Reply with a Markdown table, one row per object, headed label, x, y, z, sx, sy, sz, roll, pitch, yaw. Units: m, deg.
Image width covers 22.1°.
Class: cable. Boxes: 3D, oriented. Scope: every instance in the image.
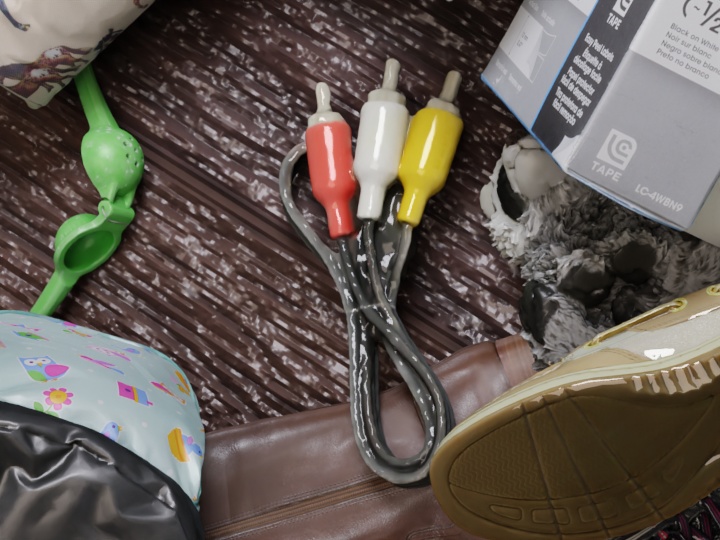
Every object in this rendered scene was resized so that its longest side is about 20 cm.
| label | x | y | z | sx | sy | sz | roll | pitch | yaw |
| --- | --- | --- | --- | --- | --- | --- | --- | --- | --- |
| cable | 0.000 | 0.000 | 0.852 | 0.097 | 0.050 | 0.201 | -5 | 65 | 17 |

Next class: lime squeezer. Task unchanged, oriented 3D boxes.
| label | x | y | z | sx | sy | sz | roll | pitch | yaw |
| --- | --- | --- | --- | --- | --- | --- | --- | --- | --- |
| lime squeezer | -0.146 | -0.033 | 0.920 | 0.070 | 0.038 | 0.201 | 12 | 91 | 15 |

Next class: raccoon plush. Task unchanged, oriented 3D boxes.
| label | x | y | z | sx | sy | sz | roll | pitch | yaw |
| --- | --- | --- | --- | --- | --- | --- | --- | --- | --- |
| raccoon plush | 0.115 | 0.025 | 0.845 | 0.096 | 0.134 | 0.201 | -18 | 115 | -2 |

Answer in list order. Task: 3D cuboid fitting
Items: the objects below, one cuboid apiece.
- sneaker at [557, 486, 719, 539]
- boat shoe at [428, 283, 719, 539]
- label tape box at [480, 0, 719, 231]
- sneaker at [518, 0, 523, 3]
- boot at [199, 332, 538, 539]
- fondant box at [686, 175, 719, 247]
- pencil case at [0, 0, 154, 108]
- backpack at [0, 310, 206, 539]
| label | x | y | z | sx | sy | sz | roll | pitch | yaw |
| --- | --- | --- | --- | --- | --- | --- | --- | --- | --- |
| sneaker | 0.114 | 0.133 | 0.756 | 0.200 | 0.075 | 0.081 | -31 | 73 | -5 |
| boat shoe | 0.124 | 0.052 | 0.745 | 0.199 | 0.066 | 0.074 | -19 | 109 | 10 |
| label tape box | 0.133 | -0.134 | 0.733 | 0.066 | 0.143 | 0.201 | 22 | 105 | -16 |
| sneaker | 0.055 | -0.179 | 0.854 | 0.199 | 0.079 | 0.089 | 20 | 95 | 15 |
| boot | 0.018 | 0.139 | 0.854 | 0.199 | 0.064 | 0.187 | -20 | 69 | 10 |
| fondant box | 0.194 | -0.121 | 0.742 | 0.058 | 0.144 | 0.201 | 23 | 62 | -19 |
| pencil case | -0.117 | -0.169 | 0.867 | 0.200 | 0.078 | 0.089 | -39 | 103 | 18 |
| backpack | -0.139 | 0.095 | 0.833 | 0.166 | 0.200 | 0.127 | 28 | 95 | -10 |
